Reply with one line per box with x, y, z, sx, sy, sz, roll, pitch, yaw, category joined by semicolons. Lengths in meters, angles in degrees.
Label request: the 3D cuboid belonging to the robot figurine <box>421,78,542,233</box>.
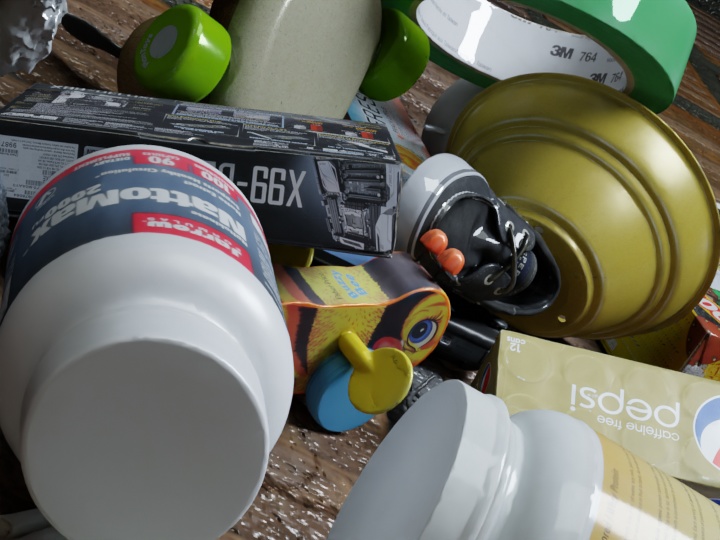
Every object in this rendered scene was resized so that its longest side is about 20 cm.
0.113;-0.081;1.328;0.169;0.113;0.200;-4;-9;23;robot figurine

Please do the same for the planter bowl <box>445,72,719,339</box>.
0.122;-0.020;1.185;0.200;0.201;0.083;36;47;9;planter bowl

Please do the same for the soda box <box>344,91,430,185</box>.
-0.005;-0.085;1.264;0.068;0.064;0.200;23;21;-25;soda box

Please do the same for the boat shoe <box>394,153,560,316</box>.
0.072;-0.010;1.053;0.066;0.070;0.200;29;-5;21;boat shoe

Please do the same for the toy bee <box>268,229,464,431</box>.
-0.003;0.020;0.958;0.131;0.109;0.200;39;21;22;toy bee

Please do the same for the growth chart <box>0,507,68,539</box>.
-0.064;0.150;0.692;0.200;0.018;0.145;45;23;30;growth chart

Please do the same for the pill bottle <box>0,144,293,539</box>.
-0.088;0.031;0.752;0.119;0.120;0.200;27;14;-16;pill bottle

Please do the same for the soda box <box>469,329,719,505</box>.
0.156;0.096;0.979;0.199;0.064;0.068;13;54;-7;soda box

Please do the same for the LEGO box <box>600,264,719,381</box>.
0.247;0.047;1.319;0.149;0.077;0.200;23;22;-25;LEGO box

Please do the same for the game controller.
0.000;0.000;1.105;0.200;0.042;0.104;26;21;-22;game controller

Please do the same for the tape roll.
0.108;-0.158;1.155;0.200;0.048;0.200;19;-12;4;tape roll

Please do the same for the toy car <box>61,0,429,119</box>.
-0.092;-0.134;1.143;0.200;0.158;0.164;8;-21;47;toy car

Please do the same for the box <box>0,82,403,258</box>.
-0.082;-0.055;0.946;0.199;0.050;0.158;6;11;-4;box

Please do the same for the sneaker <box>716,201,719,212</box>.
0.247;-0.035;1.546;0.200;0.070;0.090;36;35;7;sneaker

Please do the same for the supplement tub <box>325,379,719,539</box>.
0.091;0.146;0.744;0.200;0.145;0.145;32;20;-11;supplement tub

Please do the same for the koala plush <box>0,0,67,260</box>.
-0.201;-0.093;0.778;0.183;0.200;0.177;16;25;-40;koala plush
